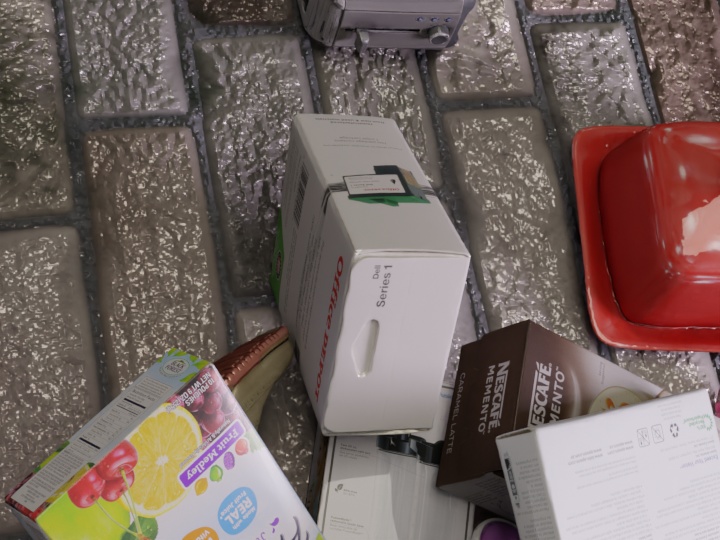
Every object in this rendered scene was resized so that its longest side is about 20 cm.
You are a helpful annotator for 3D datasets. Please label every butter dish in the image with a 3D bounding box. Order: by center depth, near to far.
[{"bbox_3d":[0.285,-0.047,1.201,0.198,0.148,0.201,3,68,-14],"label":"butter dish"}]

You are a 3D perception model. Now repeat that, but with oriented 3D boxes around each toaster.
[{"bbox_3d":[0.011,-0.273,1.244,0.128,0.114,0.201,-7,71,-15],"label":"toaster"}]

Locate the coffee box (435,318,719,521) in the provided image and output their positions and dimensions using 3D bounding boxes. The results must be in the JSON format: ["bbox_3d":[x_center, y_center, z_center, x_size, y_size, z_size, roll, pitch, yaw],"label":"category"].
[{"bbox_3d":[0.162,0.132,1.095,0.199,0.080,0.115,26,61,-28],"label":"coffee box"}]

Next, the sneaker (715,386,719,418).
[{"bbox_3d":[0.349,0.160,1.184,0.095,0.079,0.201,-9,69,-41],"label":"sneaker"}]

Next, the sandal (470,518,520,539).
[{"bbox_3d":[0.155,0.250,1.073,0.203,0.050,0.082,51,32,-7],"label":"sandal"}]

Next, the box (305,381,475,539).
[{"bbox_3d":[0.020,0.175,1.087,0.116,0.060,0.201,11,66,-10],"label":"box"}]

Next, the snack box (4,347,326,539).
[{"bbox_3d":[-0.105,0.170,0.940,0.142,0.053,0.201,-41,119,-23],"label":"snack box"}]

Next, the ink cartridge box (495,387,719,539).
[{"bbox_3d":[0.187,0.190,1.009,0.199,0.040,0.201,-5,78,-44],"label":"ink cartridge box"}]

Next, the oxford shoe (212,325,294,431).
[{"bbox_3d":[-0.099,0.119,1.028,0.074,0.071,0.200,49,56,-12],"label":"oxford shoe"}]

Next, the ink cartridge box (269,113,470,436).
[{"bbox_3d":[0.000,0.000,1.059,0.084,0.147,0.200,1,32,-16],"label":"ink cartridge box"}]
